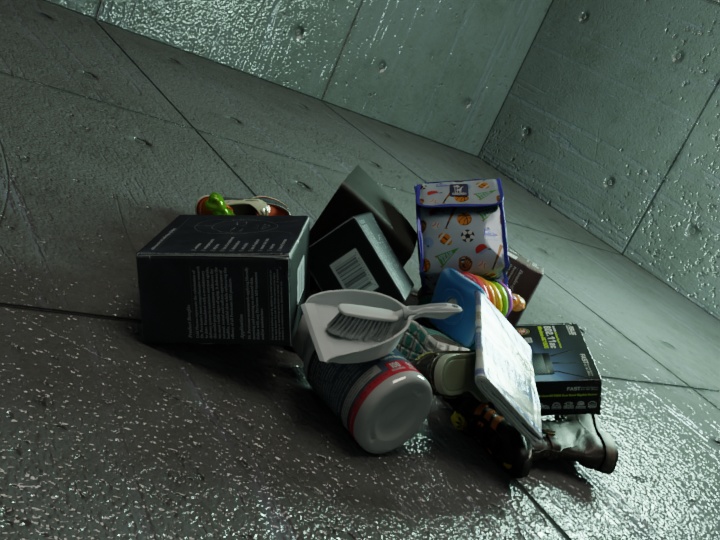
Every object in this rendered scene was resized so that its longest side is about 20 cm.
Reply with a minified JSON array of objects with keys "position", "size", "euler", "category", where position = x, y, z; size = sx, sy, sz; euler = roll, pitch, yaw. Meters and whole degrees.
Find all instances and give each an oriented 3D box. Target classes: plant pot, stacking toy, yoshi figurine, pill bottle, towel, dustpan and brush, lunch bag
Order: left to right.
[{"position":[-0.236,-0.053,1.298],"size":[0.114,0.111,0.200],"euler":[64,-9,-26],"category":"yoshi figurine"},{"position":[-0.007,0.133,1.090],"size":[0.118,0.121,0.200],"euler":[8,25,-43],"category":"pill bottle"},{"position":[-0.003,-0.048,1.511],"size":[0.176,0.201,0.200],"euler":[35,17,-2],"category":"plant pot"},{"position":[0.035,0.062,1.044],"size":[0.196,0.058,0.140],"euler":[6,28,-20],"category":"dustpan and brush"},{"position":[0.183,-0.075,1.504],"size":[0.166,0.204,0.124],"euler":[-2,-24,6],"category":"lunch bag"},{"position":[0.227,0.058,1.447],"size":[0.197,0.112,0.116],"euler":[-1,26,-41],"category":"stacking toy"},{"position":[0.204,0.134,1.162],"size":[0.147,0.024,0.201],"euler":[46,27,-22],"category":"towel"}]

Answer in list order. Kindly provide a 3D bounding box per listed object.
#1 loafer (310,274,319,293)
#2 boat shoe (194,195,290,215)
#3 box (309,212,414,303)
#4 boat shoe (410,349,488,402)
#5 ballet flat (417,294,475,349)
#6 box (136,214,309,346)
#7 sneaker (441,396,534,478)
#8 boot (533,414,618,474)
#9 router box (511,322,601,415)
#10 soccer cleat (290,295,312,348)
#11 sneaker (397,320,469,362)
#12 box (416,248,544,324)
[{"position":[-0.117,0.022,1.338],"size":[0.067,0.077,0.198],"euler":[37,31,32],"category":"loafer"},{"position":[-0.211,-0.104,1.541],"size":[0.197,0.073,0.062],"euler":[5,11,-36],"category":"boat shoe"},{"position":[0.000,0.000,1.312],"size":[0.150,0.106,0.200],"euler":[58,10,0],"category":"box"},{"position":[0.139,0.144,1.156],"size":[0.060,0.073,0.200],"euler":[2,-9,35],"category":"boat shoe"},{"position":[0.175,0.113,1.500],"size":[0.065,0.071,0.201],"euler":[33,13,-41],"category":"ballet flat"},{"position":[-0.173,0.007,1.100],"size":[0.192,0.127,0.200],"euler":[3,18,3],"category":"box"},{"position":[0.177,0.230,1.185],"size":[0.088,0.071,0.201],"euler":[4,24,-15],"category":"sneaker"},{"position":[0.295,0.247,1.293],"size":[0.171,0.071,0.200],"euler":[13,13,-14],"category":"boot"},{"position":[0.292,0.155,1.315],"size":[0.146,0.063,0.201],"euler":[-2,22,4],"category":"router box"},{"position":[-0.056,0.069,1.276],"size":[0.068,0.074,0.199],"euler":[32,19,19],"category":"soccer cleat"},{"position":[0.101,0.126,1.367],"size":[0.198,0.079,0.091],"euler":[29,5,-14],"category":"sneaker"},{"position":[0.242,0.025,1.638],"size":[0.198,0.166,0.166],"euler":[29,9,10],"category":"box"}]
